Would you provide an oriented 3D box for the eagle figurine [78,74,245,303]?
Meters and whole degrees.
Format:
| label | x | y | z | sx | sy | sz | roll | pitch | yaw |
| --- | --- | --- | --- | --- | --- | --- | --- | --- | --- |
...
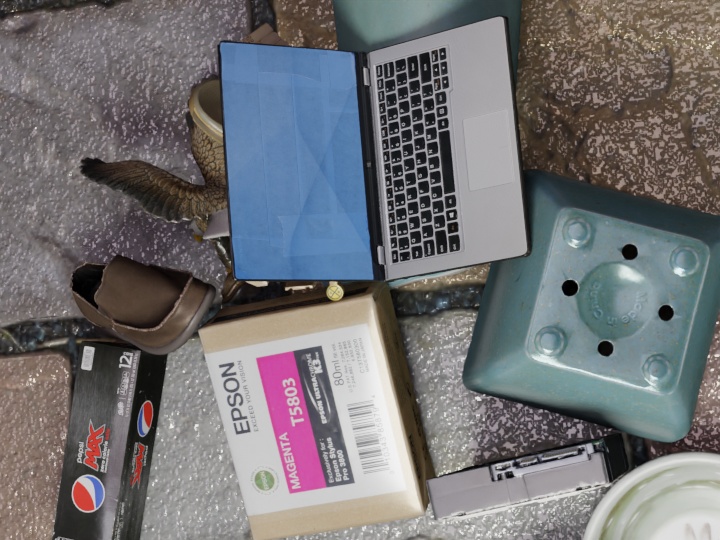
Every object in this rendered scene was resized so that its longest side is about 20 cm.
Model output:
| label | x | y | z | sx | sy | sz | roll | pitch | yaw |
| --- | --- | --- | --- | --- | --- | --- | --- | --- | --- |
| eagle figurine | -0.146 | -0.075 | 1.248 | 0.151 | 0.151 | 0.201 | -41 | 80 | 29 |

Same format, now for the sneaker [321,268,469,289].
| label | x | y | z | sx | sy | sz | roll | pitch | yaw |
| --- | --- | --- | --- | --- | --- | --- | --- | --- | --- |
| sneaker | 0.051 | -0.026 | 1.208 | 0.198 | 0.082 | 0.075 | -26 | 79 | 12 |

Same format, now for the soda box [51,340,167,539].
| label | x | y | z | sx | sy | sz | roll | pitch | yaw |
| --- | --- | --- | --- | --- | --- | --- | --- | --- | --- |
| soda box | -0.233 | 0.169 | 1.276 | 0.063 | 0.071 | 0.203 | 8 | 88 | 15 |

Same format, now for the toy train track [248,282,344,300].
| label | x | y | z | sx | sy | sz | roll | pitch | yaw |
| --- | --- | --- | --- | --- | --- | --- | --- | --- | --- |
| toy train track | 0.000 | 0.000 | 1.143 | 0.197 | 0.115 | 0.033 | -5 | 113 | 10 |

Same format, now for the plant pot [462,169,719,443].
| label | x | y | z | sx | sy | sz | roll | pitch | yaw |
| --- | --- | --- | --- | --- | --- | --- | --- | --- | --- |
| plant pot | 0.195 | 0.027 | 1.086 | 0.193 | 0.200 | 0.199 | 15 | 89 | 5 |

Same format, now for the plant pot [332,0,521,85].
| label | x | y | z | sx | sy | sz | roll | pitch | yaw |
| --- | --- | --- | --- | --- | --- | --- | --- | --- | --- |
| plant pot | 0.057 | -0.223 | 1.178 | 0.197 | 0.200 | 0.199 | 0 | 93 | 15 |

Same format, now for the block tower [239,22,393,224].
| label | x | y | z | sx | sy | sz | roll | pitch | yaw |
| --- | --- | --- | --- | --- | --- | --- | --- | --- | --- |
| block tower | -0.031 | -0.114 | 1.145 | 0.058 | 0.054 | 0.200 | -39 | 77 | -21 |

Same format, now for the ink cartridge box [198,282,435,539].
| label | x | y | z | sx | sy | sz | roll | pitch | yaw |
| --- | --- | --- | --- | --- | --- | --- | --- | --- | --- |
| ink cartridge box | -0.036 | 0.122 | 1.197 | 0.163 | 0.075 | 0.203 | -12 | 100 | 14 |

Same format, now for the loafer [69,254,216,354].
| label | x | y | z | sx | sy | sz | roll | pitch | yaw |
| --- | --- | --- | --- | --- | --- | --- | --- | --- | --- |
| loafer | -0.205 | 0.026 | 1.231 | 0.199 | 0.071 | 0.074 | -2 | 53 | 49 |

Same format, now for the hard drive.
| label | x | y | z | sx | sy | sz | roll | pitch | yaw |
| --- | --- | --- | --- | --- | --- | --- | --- | --- | --- |
| hard drive | 0.140 | 0.165 | 1.105 | 0.138 | 0.200 | 0.038 | -15 | 81 | 13 |

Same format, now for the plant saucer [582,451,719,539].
| label | x | y | z | sx | sy | sz | roll | pitch | yaw |
| --- | --- | --- | --- | --- | --- | --- | --- | --- | --- |
| plant saucer | 0.281 | 0.251 | 1.135 | 0.197 | 0.050 | 0.203 | -2 | 84 | 15 |

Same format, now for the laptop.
| label | x | y | z | sx | sy | sz | roll | pitch | yaw |
| --- | --- | --- | --- | --- | --- | --- | --- | --- | --- |
| laptop | 0.010 | -0.093 | 1.038 | 0.198 | 0.115 | 0.190 | -10 | 79 | 29 |

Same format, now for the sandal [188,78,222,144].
| label | x | y | z | sx | sy | sz | roll | pitch | yaw |
| --- | --- | --- | --- | --- | --- | --- | --- | --- | --- |
| sandal | -0.054 | -0.134 | 1.214 | 0.198 | 0.081 | 0.054 | 16 | 132 | -15 |
